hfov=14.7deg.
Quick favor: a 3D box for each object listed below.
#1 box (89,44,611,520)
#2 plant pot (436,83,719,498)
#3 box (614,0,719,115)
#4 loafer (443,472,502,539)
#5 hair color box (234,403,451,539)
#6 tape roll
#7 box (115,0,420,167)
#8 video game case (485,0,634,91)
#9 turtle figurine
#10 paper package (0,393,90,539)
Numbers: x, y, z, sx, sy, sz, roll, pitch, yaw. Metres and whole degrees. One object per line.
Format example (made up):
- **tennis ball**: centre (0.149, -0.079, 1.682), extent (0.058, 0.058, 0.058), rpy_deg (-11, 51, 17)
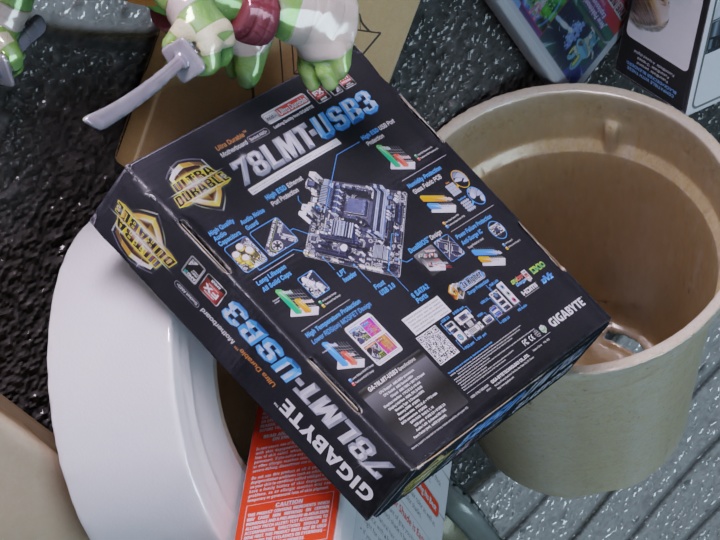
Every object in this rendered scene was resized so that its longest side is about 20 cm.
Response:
- **box**: centre (0.000, 0.000, 1.356), extent (0.200, 0.199, 0.050), rpy_deg (-33, 165, -51)
- **plant pot**: centre (0.121, 0.028, 1.597), extent (0.200, 0.200, 0.184), rpy_deg (-37, 148, -20)
- **box**: centre (0.218, -0.199, 1.579), extent (0.116, 0.060, 0.201), rpy_deg (-23, 137, -38)
- **loafer**: centre (0.063, 0.191, 1.732), extent (0.070, 0.075, 0.200), rpy_deg (-37, 133, -2)
- **hair color box**: centre (-0.006, 0.109, 1.397), extent (0.111, 0.064, 0.201), rpy_deg (54, 35, -43)
- **tape roll**: centre (-0.080, 0.063, 1.412), extent (0.202, 0.070, 0.204), rpy_deg (-10, 90, -68)
- **box**: centre (-0.032, -0.138, 1.444), extent (0.163, 0.021, 0.201), rpy_deg (4, 113, -46)
- **video game case**: centre (0.133, -0.211, 1.537), extent (0.182, 0.023, 0.200), rpy_deg (-51, 147, -5)
- **turtle figurine**: centre (-0.107, -0.103, 1.296), extent (0.193, 0.201, 0.144), rpy_deg (13, 144, -40)
- **paper package**: centre (-0.233, 0.149, 1.384), extent (0.200, 0.103, 0.191), rpy_deg (-51, 140, -3)
